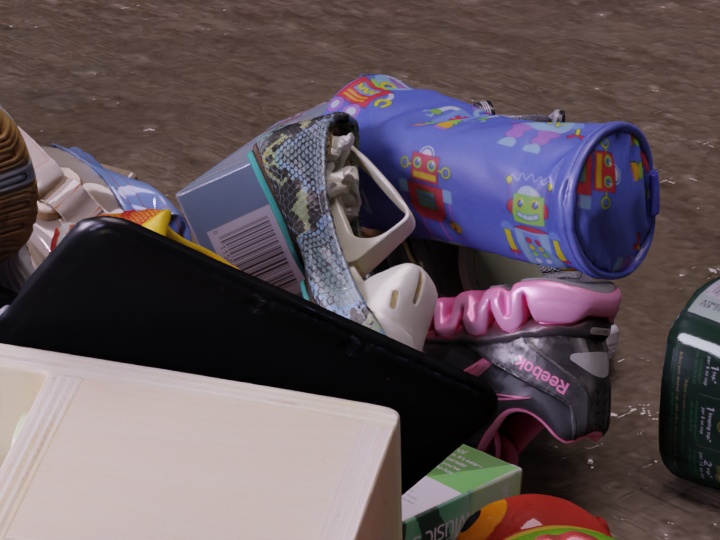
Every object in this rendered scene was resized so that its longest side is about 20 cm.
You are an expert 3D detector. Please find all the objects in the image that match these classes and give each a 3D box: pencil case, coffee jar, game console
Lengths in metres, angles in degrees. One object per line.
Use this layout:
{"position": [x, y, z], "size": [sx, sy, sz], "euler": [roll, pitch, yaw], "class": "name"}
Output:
{"position": [0.063, -0.049, 1.355], "size": [0.086, 0.079, 0.199], "euler": [-18, 22, -40], "class": "pencil case"}
{"position": [0.246, 0.076, 1.287], "size": [0.199, 0.105, 0.085], "euler": [20, 30, 34], "class": "coffee jar"}
{"position": [-0.066, 0.030, 1.153], "size": [0.199, 0.117, 0.176], "euler": [25, 14, -22], "class": "game console"}

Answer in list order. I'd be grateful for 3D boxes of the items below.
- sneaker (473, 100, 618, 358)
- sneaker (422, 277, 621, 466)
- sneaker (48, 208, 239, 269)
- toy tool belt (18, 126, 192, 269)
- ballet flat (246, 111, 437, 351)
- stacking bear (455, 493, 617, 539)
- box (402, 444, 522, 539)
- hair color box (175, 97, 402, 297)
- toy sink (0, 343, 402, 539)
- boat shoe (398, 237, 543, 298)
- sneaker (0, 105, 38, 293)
{"position": [0.092, -0.027, 1.508], "size": [0.075, 0.115, 0.200], "euler": [-4, 23, -17], "class": "sneaker"}
{"position": [0.046, 0.061, 1.337], "size": [0.199, 0.096, 0.079], "euler": [-11, -5, 42], "class": "sneaker"}
{"position": [-0.081, 0.032, 1.295], "size": [0.077, 0.074, 0.200], "euler": [-7, -22, 17], "class": "sneaker"}
{"position": [-0.134, -0.008, 1.424], "size": [0.122, 0.126, 0.200], "euler": [-20, 31, -28], "class": "toy tool belt"}
{"position": [0.000, 0.000, 1.295], "size": [0.074, 0.074, 0.201], "euler": [-6, 55, -22], "class": "ballet flat"}
{"position": [0.078, 0.149, 1.083], "size": [0.113, 0.122, 0.200], "euler": [38, 9, -7], "class": "stacking bear"}
{"position": [-0.040, 0.112, 1.253], "size": [0.144, 0.037, 0.199], "euler": [22, 30, 38], "class": "box"}
{"position": [-0.027, -0.030, 1.475], "size": [0.060, 0.100, 0.200], "euler": [-22, 8, 18], "class": "hair color box"}
{"position": [-0.090, 0.122, 1.060], "size": [0.198, 0.131, 0.112], "euler": [10, 42, 12], "class": "toy sink"}
{"position": [0.054, -0.001, 1.442], "size": [0.071, 0.061, 0.202], "euler": [24, 37, -40], "class": "boat shoe"}
{"position": [-0.191, -0.030, 1.236], "size": [0.075, 0.201, 0.088], "euler": [-14, 58, -13], "class": "sneaker"}
